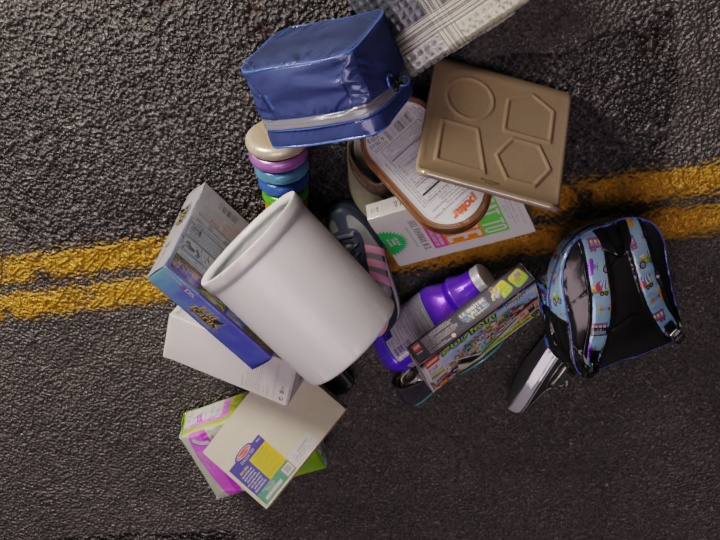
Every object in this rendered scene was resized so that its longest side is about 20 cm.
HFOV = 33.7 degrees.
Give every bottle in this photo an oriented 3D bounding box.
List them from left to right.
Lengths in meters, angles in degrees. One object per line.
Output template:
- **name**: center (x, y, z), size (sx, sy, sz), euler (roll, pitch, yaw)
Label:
- **bottle**: center (0.108, 0.065, 1.716), size (0.200, 0.084, 0.065), euler (-39, 154, 25)

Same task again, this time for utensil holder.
- **utensil holder**: center (-0.079, 0.026, 1.552), size (0.170, 0.170, 0.200), euler (-38, 105, 25)

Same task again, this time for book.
- **book**: center (0.123, -0.076, 1.608), size (0.199, 0.048, 0.134), euler (-16, 149, 15)

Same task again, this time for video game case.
- **video game case**: center (-0.182, 0.007, 1.636), size (0.045, 0.182, 0.200), euler (-31, 117, 33)

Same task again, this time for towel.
- **towel**: center (0.083, -0.358, 1.459), size (0.200, 0.035, 0.193), euler (-30, 106, 23)

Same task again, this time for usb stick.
- **usb stick**: center (-0.080, 0.115, 1.793), size (0.055, 0.033, 0.200), euler (-24, 119, 27)

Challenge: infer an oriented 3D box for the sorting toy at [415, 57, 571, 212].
- **sorting toy**: center (0.167, -0.169, 1.493), size (0.184, 0.201, 0.037), euler (15, 147, -6)

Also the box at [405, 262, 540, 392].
- **box**: center (0.162, 0.082, 1.675), size (0.200, 0.035, 0.110), euler (-37, 151, -4)

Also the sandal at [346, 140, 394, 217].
- **sandal**: center (0.015, -0.145, 1.597), size (0.079, 0.057, 0.202), euler (-6, 123, 8)

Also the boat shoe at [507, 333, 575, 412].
- **boat shoe**: center (0.288, 0.142, 1.760), size (0.071, 0.072, 0.200), euler (26, 120, -8)

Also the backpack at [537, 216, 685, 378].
- **backpack**: center (0.330, 0.020, 1.621), size (0.182, 0.135, 0.201), euler (-20, 111, -13)

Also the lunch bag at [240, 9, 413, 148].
- **lunch bag**: center (-0.030, -0.228, 1.474), size (0.199, 0.136, 0.133), euler (-2, 125, 33)

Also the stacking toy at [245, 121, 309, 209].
- **stacking toy**: center (-0.103, -0.106, 1.628), size (0.085, 0.086, 0.201), euler (-1, 130, 5)

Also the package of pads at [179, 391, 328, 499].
- **package of pads**: center (-0.169, 0.265, 1.877), size (0.199, 0.068, 0.155), euler (-18, 121, 12)

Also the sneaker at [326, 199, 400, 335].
- **sneaker**: center (0.000, 0.000, 1.661), size (0.070, 0.082, 0.201), euler (-17, 105, 25)

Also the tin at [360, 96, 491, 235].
- **tin**: center (0.082, -0.135, 1.518), size (0.112, 0.042, 0.200), euler (-42, 82, 5)

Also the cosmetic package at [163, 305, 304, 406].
- **cosmetic package**: center (-0.170, 0.104, 1.718), size (0.199, 0.108, 0.085), euler (21, 125, 8)

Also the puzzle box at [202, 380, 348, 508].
- **puzzle box**: center (-0.129, 0.240, 1.789), size (0.133, 0.025, 0.200), euler (40, 98, 9)

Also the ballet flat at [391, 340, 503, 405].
- **ballet flat**: center (0.123, 0.131, 1.769), size (0.073, 0.073, 0.200), euler (40, 120, -21)
